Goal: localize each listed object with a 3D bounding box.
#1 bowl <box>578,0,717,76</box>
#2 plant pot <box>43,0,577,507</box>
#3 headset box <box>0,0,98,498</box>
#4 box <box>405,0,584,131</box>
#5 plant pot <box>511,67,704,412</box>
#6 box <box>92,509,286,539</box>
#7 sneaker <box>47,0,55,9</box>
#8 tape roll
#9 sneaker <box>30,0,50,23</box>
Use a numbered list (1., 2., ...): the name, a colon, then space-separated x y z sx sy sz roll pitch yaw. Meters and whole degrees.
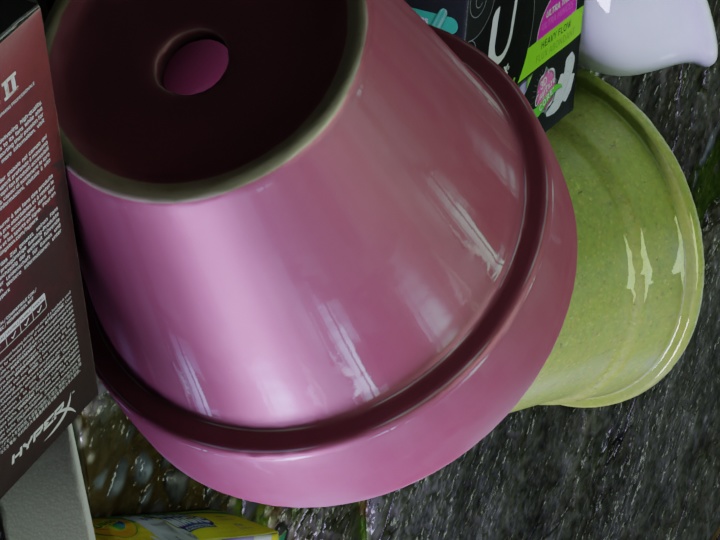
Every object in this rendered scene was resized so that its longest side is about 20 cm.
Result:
1. bowl: 0.108 -0.182 1.452 0.090 0.202 0.201 -27 149 1
2. plant pot: -0.032 -0.036 1.011 0.201 0.199 0.179 -62 152 -19
3. headset box: -0.180 -0.031 0.940 0.075 0.148 0.201 -49 149 -39
4. box: 0.033 -0.159 1.326 0.148 0.124 0.201 -39 140 -51
5. plant pot: 0.049 0.005 1.436 0.184 0.200 0.201 -22 128 -44
6. box: -0.106 0.184 1.380 0.200 0.048 0.118 8 100 -63
7. sneaker: -0.146 -0.171 1.031 0.200 0.075 0.088 77 25 -55
8. tape roll: -0.128 0.133 1.156 0.203 0.037 0.204 169 -90 -83
9. sneaker: -0.176 -0.040 1.060 0.086 0.075 0.201 -4 137 -18
